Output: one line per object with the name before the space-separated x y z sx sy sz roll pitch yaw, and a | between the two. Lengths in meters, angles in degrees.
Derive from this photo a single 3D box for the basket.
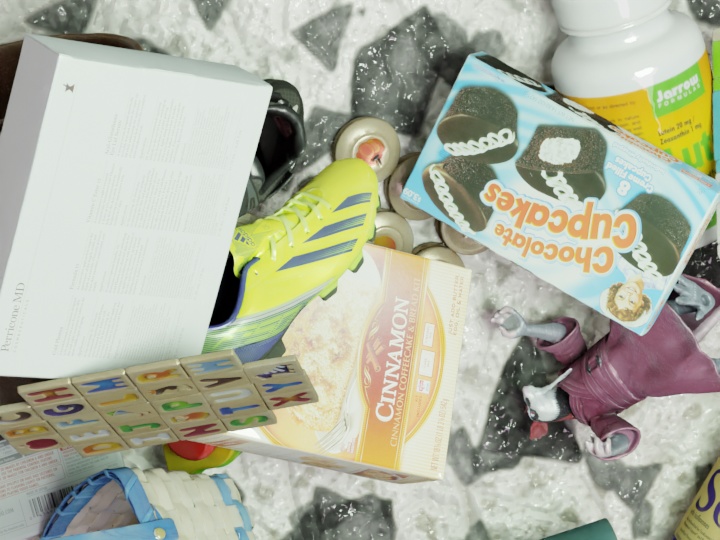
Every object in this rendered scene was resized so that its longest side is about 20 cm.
basket | -0.179 0.218 1.619 0.200 0.139 0.176 -12 157 -42

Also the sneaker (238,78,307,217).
sneaker | -0.065 -0.081 1.570 0.084 0.200 0.077 -25 106 22

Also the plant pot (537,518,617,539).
plant pot | 0.128 0.301 1.767 0.161 0.201 0.201 -12 112 -2

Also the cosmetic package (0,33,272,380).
cosmetic package | -0.150 -0.033 1.422 0.151 0.052 0.200 5 107 -39

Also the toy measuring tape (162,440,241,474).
toy measuring tape | -0.101 0.139 1.693 0.073 0.074 0.200 -16 112 -14

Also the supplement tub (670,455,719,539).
supplement tub | 0.336 0.188 1.825 0.145 0.145 0.200 26 97 -25

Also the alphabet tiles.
alphabet tiles | -0.130 0.086 1.485 0.200 0.166 0.006 -10 71 4

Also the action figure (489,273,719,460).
action figure | 0.194 0.065 1.744 0.149 0.200 0.134 -11 73 -46

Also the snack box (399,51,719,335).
snack box | 0.140 -0.055 1.646 0.200 0.037 0.116 30 109 11

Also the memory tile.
memory tile | 0.000 0.000 1.714 0.153 0.017 0.200 34 94 -26

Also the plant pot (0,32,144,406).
plant pot | -0.214 -0.026 1.528 0.200 0.200 0.199 -18 113 -13

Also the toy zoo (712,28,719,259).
toy zoo | 0.284 -0.061 1.699 0.131 0.020 0.200 28 59 -60

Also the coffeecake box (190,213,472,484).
coffeecake box | -0.035 0.055 1.640 0.200 0.073 0.154 13 77 -22

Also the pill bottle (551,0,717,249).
pill bottle | 0.200 -0.119 1.692 0.111 0.111 0.200 -23 114 -11

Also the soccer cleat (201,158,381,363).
soccer cleat | -0.056 -0.010 1.554 0.200 0.065 0.084 -53 125 -25

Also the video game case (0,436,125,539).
video game case | -0.275 0.112 1.651 0.200 0.023 0.182 -18 113 -12
